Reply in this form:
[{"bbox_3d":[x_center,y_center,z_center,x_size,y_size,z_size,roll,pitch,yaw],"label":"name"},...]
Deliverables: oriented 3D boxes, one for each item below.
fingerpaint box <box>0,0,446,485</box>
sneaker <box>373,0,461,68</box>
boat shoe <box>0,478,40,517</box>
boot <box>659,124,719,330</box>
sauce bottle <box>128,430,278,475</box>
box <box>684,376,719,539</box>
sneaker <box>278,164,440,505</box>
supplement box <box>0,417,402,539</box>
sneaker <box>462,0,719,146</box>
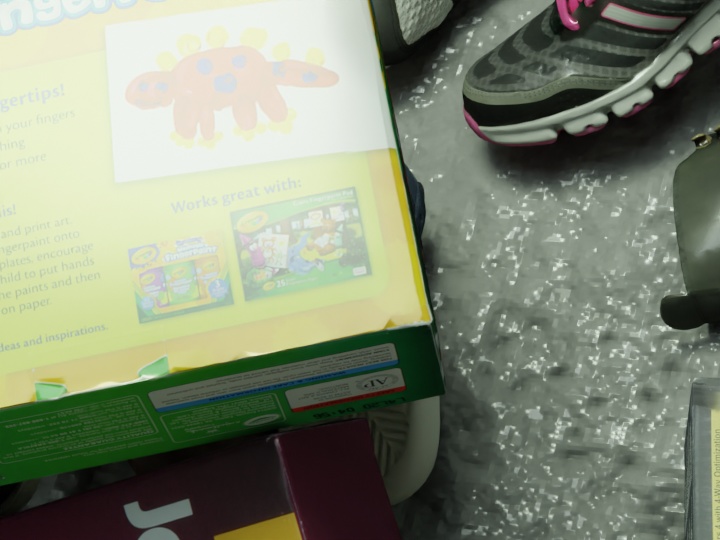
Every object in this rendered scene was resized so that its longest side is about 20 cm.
[{"bbox_3d":[-0.086,-0.027,0.828,0.199,0.073,0.168,-12,68,2],"label":"fingerpaint box"},{"bbox_3d":[0.058,-0.165,1.091,0.087,0.076,0.200,16,63,29],"label":"sneaker"},{"bbox_3d":[-0.165,-0.008,0.896,0.072,0.068,0.201,-20,82,31],"label":"boat shoe"},{"bbox_3d":[0.181,-0.072,0.984,0.138,0.078,0.201,-7,52,21],"label":"boot"},{"bbox_3d":[-0.070,0.041,0.995,0.065,0.065,0.200,-31,50,-4],"label":"sauce bottle"},{"bbox_3d":[0.183,0.127,0.822,0.160,0.049,0.201,2,51,3],"label":"box"},{"bbox_3d":[0.000,0.000,0.993,0.075,0.084,0.201,-30,61,26],"label":"sneaker"},{"bbox_3d":[-0.084,0.130,0.876,0.199,0.086,0.111,-19,83,20],"label":"supplement box"},{"bbox_3d":[0.112,-0.127,1.009,0.200,0.088,0.074,-33,24,19],"label":"sneaker"}]
